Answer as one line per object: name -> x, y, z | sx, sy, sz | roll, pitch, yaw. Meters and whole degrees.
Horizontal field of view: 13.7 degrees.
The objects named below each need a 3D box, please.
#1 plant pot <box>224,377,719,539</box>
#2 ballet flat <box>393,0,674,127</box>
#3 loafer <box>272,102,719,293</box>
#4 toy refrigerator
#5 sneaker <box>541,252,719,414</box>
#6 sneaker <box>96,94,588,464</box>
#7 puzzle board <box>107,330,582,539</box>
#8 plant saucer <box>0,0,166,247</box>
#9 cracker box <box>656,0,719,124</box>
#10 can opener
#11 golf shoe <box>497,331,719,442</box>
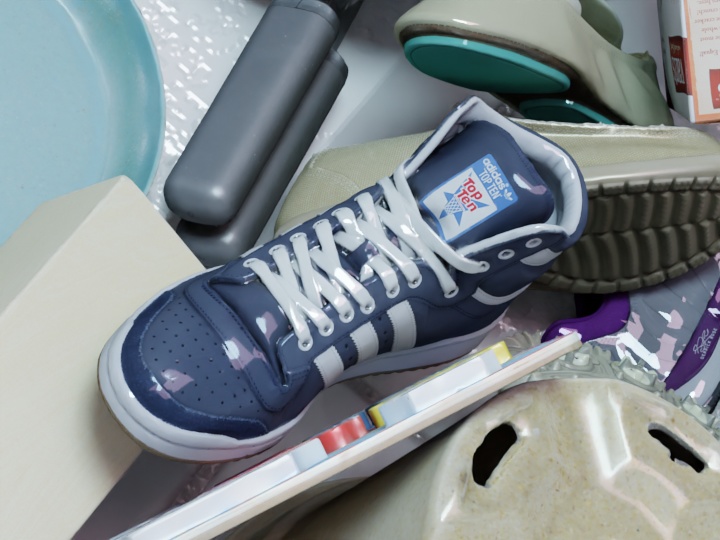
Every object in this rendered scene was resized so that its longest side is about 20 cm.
plant pot -> 0.053, 0.133, 1.068 | 0.199, 0.184, 0.201 | 11, 59, -20
ballet flat -> 0.073, -0.094, 1.224 | 0.200, 0.069, 0.070 | 28, 42, -59
loafer -> 0.059, -0.033, 1.201 | 0.199, 0.076, 0.069 | -6, 51, -3
toy refrigerator -> -0.136, 0.063, 1.076 | 0.076, 0.070, 0.200 | 50, 55, -19
sneaker -> 0.135, -0.016, 1.258 | 0.087, 0.075, 0.200 | 31, 55, 0
sneaker -> 0.000, 0.000, 1.072 | 0.199, 0.109, 0.070 | -19, 70, -44
puzzle board -> -0.027, 0.072, 1.049 | 0.199, 0.151, 0.017 | -27, 87, -12
plant saucer -> -0.174, -0.073, 1.170 | 0.199, 0.027, 0.201 | 11, 59, -19
cracker box -> 0.148, -0.165, 1.237 | 0.057, 0.134, 0.201 | -7, 95, 2
can opener -> -0.041, -0.090, 1.238 | 0.067, 0.053, 0.201 | 13, 53, 20
golf shoe -> 0.123, 0.104, 1.170 | 0.199, 0.097, 0.078 | 33, 18, -10
